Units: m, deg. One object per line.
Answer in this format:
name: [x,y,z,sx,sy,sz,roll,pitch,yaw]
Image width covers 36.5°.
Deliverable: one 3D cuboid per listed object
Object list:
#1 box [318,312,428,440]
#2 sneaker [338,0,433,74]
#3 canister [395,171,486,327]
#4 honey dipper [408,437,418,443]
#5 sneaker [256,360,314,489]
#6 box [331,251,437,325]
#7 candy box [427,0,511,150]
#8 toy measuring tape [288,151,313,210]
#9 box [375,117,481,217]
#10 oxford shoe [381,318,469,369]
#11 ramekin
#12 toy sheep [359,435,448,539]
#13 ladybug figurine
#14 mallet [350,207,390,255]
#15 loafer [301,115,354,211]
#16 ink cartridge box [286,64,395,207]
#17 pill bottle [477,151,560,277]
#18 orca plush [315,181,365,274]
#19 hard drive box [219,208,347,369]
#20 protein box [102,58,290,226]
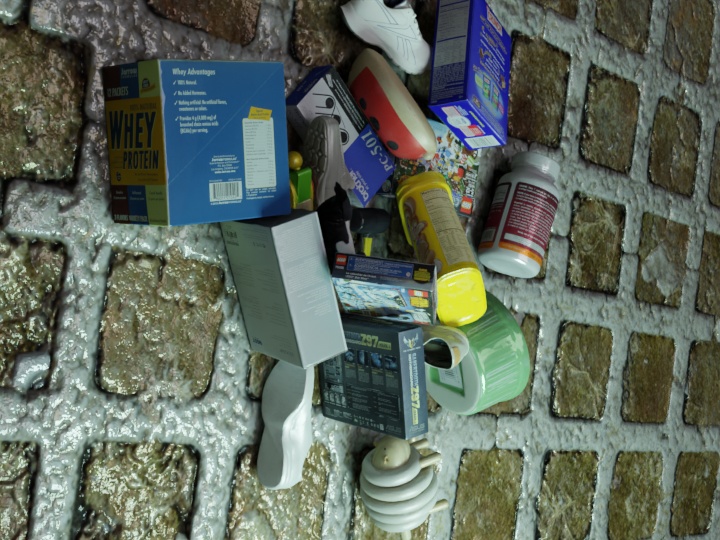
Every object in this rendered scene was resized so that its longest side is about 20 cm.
box: [0.014,0.151,1.607,0.051,0.199,0.159,-12,101,-39]
sneaker: [0.059,-0.370,1.675,0.087,0.075,0.199,-44,138,21]
canister: [0.125,-0.031,1.682,0.086,0.201,0.149,-18,142,0]
honey dipper: [0.065,0.195,1.772,0.038,0.038,0.202,-28,114,-38]
sneaker: [-0.098,0.219,1.607,0.088,0.075,0.202,11,91,-56]
box: [0.038,0.028,1.518,0.200,0.136,0.040,75,24,-74]
candy box: [0.180,-0.323,1.760,0.169,0.076,0.202,35,57,-55]
toy measuring tape: [-0.106,-0.084,1.586,0.073,0.073,0.201,-26,133,-39]
box: [0.116,-0.172,1.789,0.199,0.038,0.138,12,85,-43]
oxford shoe: [0.065,0.109,1.662,0.058,0.198,0.076,-62,156,-53]
ramekin: [0.168,0.134,1.760,0.097,0.199,0.202,-24,109,-32]
toy sheep: [0.064,0.344,1.720,0.137,0.137,0.202,-29,117,-38]
ladybug figurine: [0.044,-0.242,1.645,0.072,0.201,0.136,-34,161,2]
mallet: [0.000,0.000,1.698,0.066,0.041,0.202,8,91,-43]
loafer: [-0.044,-0.134,1.599,0.069,0.070,0.201,-19,127,-33]
ink cartridge box: [-0.031,-0.200,1.644,0.094,0.044,0.200,-52,125,-26]
pill bottle: [0.282,-0.098,1.902,0.113,0.112,0.202,29,74,-41]
orca plush: [-0.046,-0.036,1.521,0.071,0.200,0.105,-39,86,-21]
hard drive box: [-0.108,0.018,1.506,0.076,0.155,0.202,-20,108,-30]
protein box: [-0.209,-0.167,1.415,0.198,0.134,0.202,-9,99,-42]
